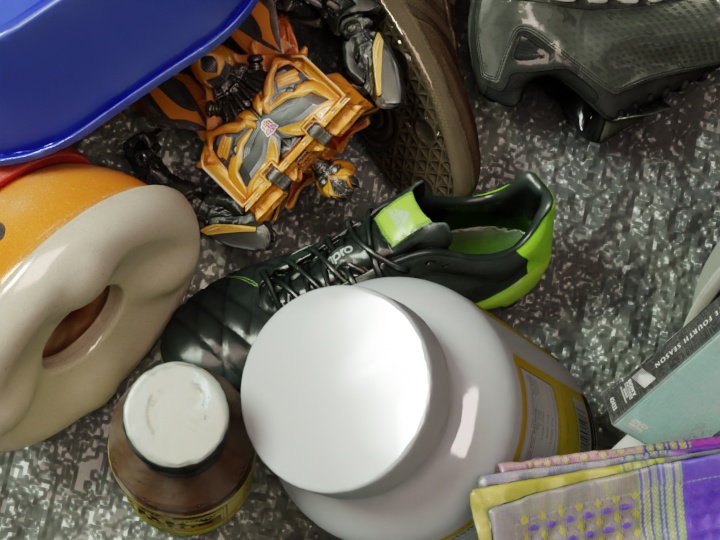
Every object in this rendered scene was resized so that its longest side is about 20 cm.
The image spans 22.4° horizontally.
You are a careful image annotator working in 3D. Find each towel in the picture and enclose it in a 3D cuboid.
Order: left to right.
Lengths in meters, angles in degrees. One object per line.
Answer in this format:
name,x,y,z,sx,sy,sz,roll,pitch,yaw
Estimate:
towel,0.146,0.138,0.721,0.198,0.023,0.145,-6,87,-9

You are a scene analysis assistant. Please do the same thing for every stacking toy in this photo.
stacking toy,-0.185,-0.028,0.827,0.200,0.146,0.146,40,75,18

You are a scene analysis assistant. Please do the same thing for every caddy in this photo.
caddy,-0.131,-0.134,0.781,0.199,0.105,0.142,-34,63,-5

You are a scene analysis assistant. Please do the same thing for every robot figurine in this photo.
robot figurine,-0.076,-0.105,0.857,0.200,0.058,0.145,45,100,9

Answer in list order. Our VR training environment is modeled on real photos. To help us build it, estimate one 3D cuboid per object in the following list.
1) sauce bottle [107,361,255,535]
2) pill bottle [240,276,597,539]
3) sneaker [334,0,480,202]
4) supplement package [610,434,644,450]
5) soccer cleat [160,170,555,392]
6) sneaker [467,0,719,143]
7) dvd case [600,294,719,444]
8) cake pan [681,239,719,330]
sauce bottle,-0.076,0.074,0.771,0.064,0.200,0.065,1,77,-2
pill bottle,0.026,0.066,0.782,0.111,0.200,0.113,-5,75,21
sneaker,0.024,-0.131,0.895,0.075,0.070,0.201,-27,95,-34
supplement package,0.092,0.190,0.798,0.200,0.117,0.117,-42,63,-9
soccer cleat,0.000,0.000,0.850,0.199,0.081,0.068,-17,58,-19
sneaker,0.139,-0.108,0.915,0.199,0.066,0.091,3,97,-20
dvd case,0.219,0.027,0.749,0.146,0.022,0.200,30,120,-28
cake pan,0.231,0.020,0.786,0.199,0.201,0.037,5,42,-9
